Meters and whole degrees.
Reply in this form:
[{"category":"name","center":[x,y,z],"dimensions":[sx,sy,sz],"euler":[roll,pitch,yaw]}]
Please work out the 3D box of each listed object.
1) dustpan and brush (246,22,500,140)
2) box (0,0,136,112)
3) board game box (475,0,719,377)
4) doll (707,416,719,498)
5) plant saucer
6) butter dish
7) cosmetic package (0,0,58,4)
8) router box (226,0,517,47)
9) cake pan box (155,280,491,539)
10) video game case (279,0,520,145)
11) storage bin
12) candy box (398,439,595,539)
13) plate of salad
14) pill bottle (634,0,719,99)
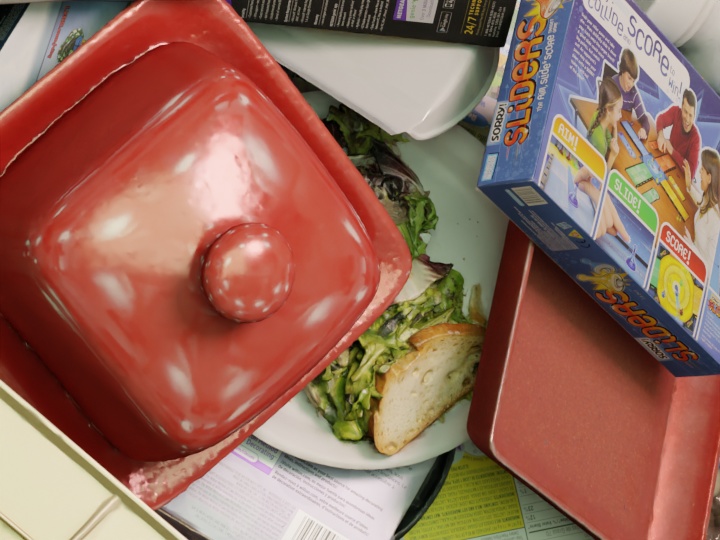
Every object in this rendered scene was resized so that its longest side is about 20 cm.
[{"category":"dustpan and brush","center":[0.036,-0.139,1.504],"dimensions":[0.140,0.057,0.200],"euler":[34,60,26]},{"category":"box","center":[-0.144,-0.047,1.402],"dimensions":[0.137,0.038,0.200],"euler":[37,78,-31]},{"category":"board game box","center":[0.136,-0.051,1.457],"dimensions":[0.200,0.034,0.136],"euler":[42,53,-43]},{"category":"doll","center":[0.248,0.116,1.557],"dimensions":[0.136,0.048,0.200],"euler":[-10,78,-4]},{"category":"plant saucer","center":[0.123,0.044,1.485],"dimensions":[0.200,0.037,0.200],"euler":[39,54,-44]},{"category":"butter dish","center":[-0.074,-0.005,1.328],"dimensions":[0.199,0.148,0.200],"euler":[-41,109,-13]},{"category":"cosmetic package","center":[-0.150,-0.234,1.312],"dimensions":[0.200,0.166,0.168],"euler":[-5,59,-13]},{"category":"router box","center":[-0.002,-0.208,1.474],"dimensions":[0.157,0.052,0.200],"euler":[6,50,-6]},{"category":"cake pan box","center":[-0.043,0.060,1.482],"dimensions":[0.200,0.052,0.184],"euler":[30,73,-1]},{"category":"video game case","center":[0.013,-0.158,1.558],"dimensions":[0.200,0.024,0.182],"euler":[25,78,-9]},{"category":"storage bin","center":[-0.191,0.115,1.381],"dimensions":[0.199,0.200,0.094],"euler":[41,75,-4]},{"category":"candy box","center":[0.045,0.132,1.519],"dimensions":[0.200,0.026,0.102],"euler":[-9,82,-14]},{"category":"plate of salad","center":[0.000,0.000,1.458],"dimensions":[0.200,0.048,0.200],"euler":[3,73,-10]},{"category":"pill bottle","center":[0.228,-0.140,1.533],"dimensions":[0.200,0.120,0.120],"euler":[16,78,-24]}]
